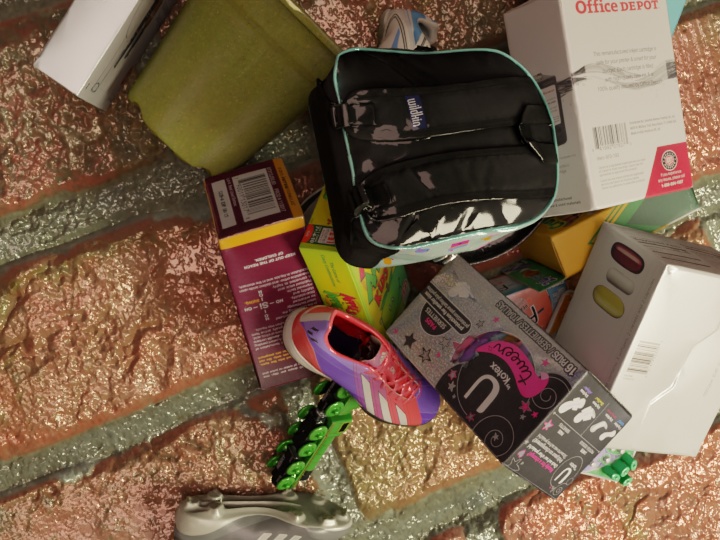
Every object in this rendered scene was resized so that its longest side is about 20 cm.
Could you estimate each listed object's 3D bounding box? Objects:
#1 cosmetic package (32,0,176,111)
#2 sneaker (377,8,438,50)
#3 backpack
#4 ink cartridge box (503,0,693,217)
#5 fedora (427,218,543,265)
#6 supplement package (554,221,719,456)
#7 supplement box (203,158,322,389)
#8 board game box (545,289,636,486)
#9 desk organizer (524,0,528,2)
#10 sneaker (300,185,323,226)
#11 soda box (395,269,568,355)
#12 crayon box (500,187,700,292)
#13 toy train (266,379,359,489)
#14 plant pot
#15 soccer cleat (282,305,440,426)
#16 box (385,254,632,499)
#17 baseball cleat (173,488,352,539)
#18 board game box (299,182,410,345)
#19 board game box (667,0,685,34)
[{"bbox_3d":[-0.235,-0.235,0.884,0.051,0.200,0.152,35,90,-10],"label":"cosmetic package"},{"bbox_3d":[0.044,-0.200,0.935,0.071,0.202,0.072,4,139,7],"label":"sneaker"},{"bbox_3d":[0.063,-0.097,0.794,0.197,0.153,0.179,-11,81,-14],"label":"backpack"},{"bbox_3d":[0.229,-0.164,0.884,0.143,0.083,0.204,-12,94,-31],"label":"ink cartridge box"},{"bbox_3d":[0.120,-0.085,0.931,0.197,0.092,0.204,-3,106,-11],"label":"fedora"},{"bbox_3d":[0.301,0.073,0.958,0.154,0.111,0.203,10,110,-25],"label":"supplement package"},{"bbox_3d":[-0.091,0.006,0.937,0.084,0.111,0.202,-15,129,-7],"label":"supplement box"},{"bbox_3d":[0.274,0.142,1.059,0.198,0.026,0.203,18,100,-26],"label":"board game box"},{"bbox_3d":[0.227,-0.283,0.976,0.076,0.072,0.202,-25,98,-7],"label":"desk organizer"},{"bbox_3d":[0.014,-0.069,1.006,0.197,0.079,0.075,-19,101,-6],"label":"sneaker"},{"bbox_3d":[0.137,0.056,1.042,0.197,0.068,0.064,-20,107,-6],"label":"soda box"},{"bbox_3d":[0.253,-0.053,1.021,0.198,0.126,0.052,-28,104,-6],"label":"crayon box"},{"bbox_3d":[-0.043,0.168,0.997,0.056,0.042,0.201,-2,136,-39],"label":"toy train"},{"bbox_3d":[-0.126,-0.200,0.924,0.200,0.201,0.184,43,99,-11],"label":"plant pot"},{"bbox_3d":[0.016,0.096,0.902,0.199,0.073,0.069,36,61,-27],"label":"soccer cleat"},{"bbox_3d":[0.138,0.101,0.893,0.115,0.200,0.132,-48,137,4],"label":"box"},{"bbox_3d":[-0.111,0.299,1.039,0.196,0.070,0.108,7,108,-5],"label":"baseball cleat"},{"bbox_3d":[0.000,0.000,0.929,0.047,0.201,0.103,8,57,20],"label":"board game box"},{"bbox_3d":[0.274,-0.273,1.043,0.149,0.047,0.203,20,92,-10],"label":"board game box"}]
